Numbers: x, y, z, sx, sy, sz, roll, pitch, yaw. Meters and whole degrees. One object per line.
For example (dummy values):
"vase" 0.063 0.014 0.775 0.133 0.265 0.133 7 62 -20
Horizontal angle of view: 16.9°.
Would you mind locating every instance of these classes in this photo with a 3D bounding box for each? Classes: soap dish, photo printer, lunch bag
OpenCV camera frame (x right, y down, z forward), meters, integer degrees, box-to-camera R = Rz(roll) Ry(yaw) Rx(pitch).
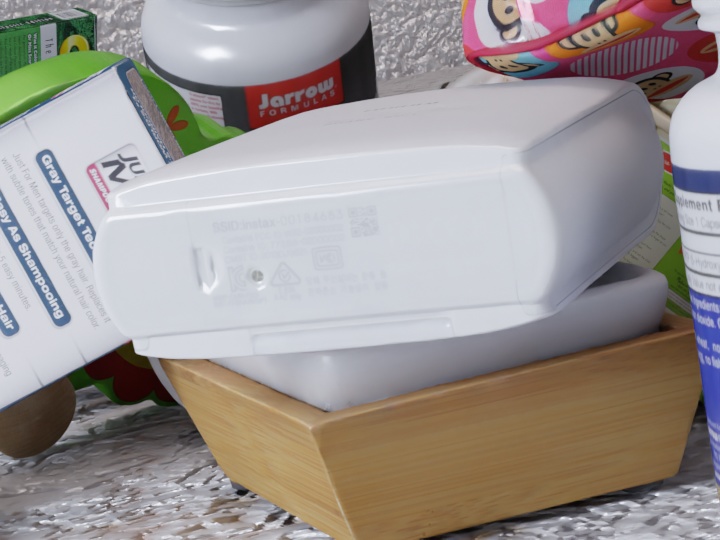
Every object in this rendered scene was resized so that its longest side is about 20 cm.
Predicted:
"soap dish" 0.024 0.044 0.930 0.157 0.081 0.200 -12 9 -18
"photo printer" 0.018 -0.024 0.876 0.166 0.070 0.200 -6 9 21
"lunch bag" 0.151 -0.124 0.915 0.176 0.082 0.200 5 -20 -43

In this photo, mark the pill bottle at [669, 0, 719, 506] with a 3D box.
"pill bottle" 0.162 -0.016 0.773 0.119 0.200 0.120 -8 8 1

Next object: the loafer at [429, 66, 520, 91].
"loafer" 0.114 -0.059 1.131 0.200 0.072 0.063 10 -39 -46

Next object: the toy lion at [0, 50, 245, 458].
"toy lion" -0.112 -0.016 1.131 0.191 0.200 0.069 -27 41 -27

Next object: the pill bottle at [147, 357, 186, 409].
"pill bottle" 0.000 0.000 1.133 0.200 0.116 0.116 -16 11 -42

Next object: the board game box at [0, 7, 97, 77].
"board game box" -0.179 -0.028 1.234 0.105 0.200 0.023 -14 25 -36

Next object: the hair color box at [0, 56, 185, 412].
"hair color box" -0.158 0.005 0.977 0.200 0.100 0.061 -28 7 6

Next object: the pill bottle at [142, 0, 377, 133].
"pill bottle" -0.050 -0.096 1.237 0.116 0.200 0.116 -4 37 3

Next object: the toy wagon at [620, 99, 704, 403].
"toy wagon" 0.150 -0.034 1.026 0.200 0.040 0.155 -49 43 1
